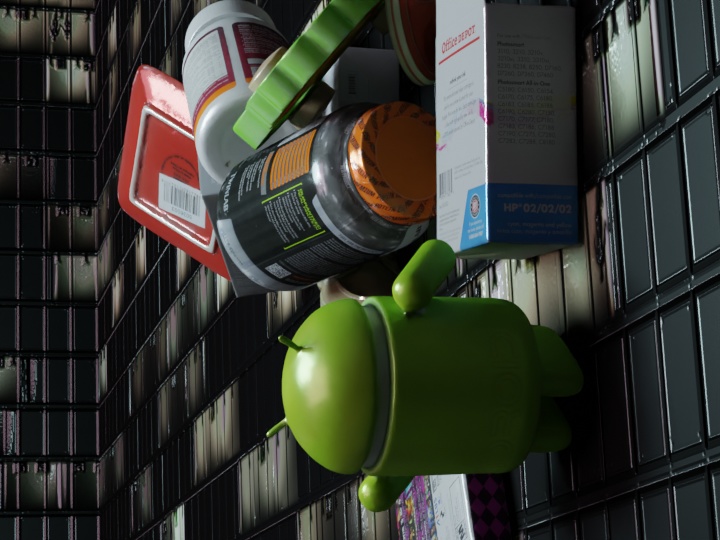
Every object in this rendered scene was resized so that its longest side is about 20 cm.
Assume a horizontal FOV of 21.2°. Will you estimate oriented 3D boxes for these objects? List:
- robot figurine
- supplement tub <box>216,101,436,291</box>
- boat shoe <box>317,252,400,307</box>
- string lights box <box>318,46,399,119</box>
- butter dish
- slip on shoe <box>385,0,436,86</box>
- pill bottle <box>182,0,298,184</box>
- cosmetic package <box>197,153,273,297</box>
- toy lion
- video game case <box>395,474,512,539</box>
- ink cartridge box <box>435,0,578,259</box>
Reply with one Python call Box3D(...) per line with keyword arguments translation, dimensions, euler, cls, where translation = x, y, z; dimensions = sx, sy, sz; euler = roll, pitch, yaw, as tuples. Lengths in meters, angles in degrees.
Box3D(translation=(0.040, 0.075, 1.250), dimensions=(0.116, 0.199, 0.176), euler=(-115, 29, -58), cls="robot figurine")
Box3D(translation=(-0.018, -0.062, 1.563), dimensions=(0.200, 0.122, 0.123), euler=(-21, 67, 51), cls="supplement tub")
Box3D(translation=(0.000, 0.000, 1.667), dimensions=(0.200, 0.072, 0.065), euler=(-121, 34, -73), cls="boat shoe")
Box3D(translation=(-0.019, -0.134, 1.766), dimensions=(0.200, 0.059, 0.103), euler=(160, 111, -74), cls="string lights box")
Box3D(translation=(-0.155, -0.123, 2.144), dimensions=(0.200, 0.148, 0.200), euler=(31, 127, 24), cls="butter dish")
Box3D(translation=(0.055, -0.231, 1.491), dimensions=(0.074, 0.061, 0.200), euler=(-64, -23, -53), cls="slip on shoe")
Box3D(translation=(-0.108, -0.166, 1.779), dimensions=(0.200, 0.109, 0.110), euler=(-107, 23, -55), cls="pill bottle")
Box3D(translation=(-0.106, -0.070, 1.934), dimensions=(0.200, 0.090, 0.107), euler=(73, -171, -56), cls="cosmetic package")
Box3D(translation=(-0.041, -0.168, 1.552), dimensions=(0.200, 0.069, 0.192), euler=(-47, 4, 35), cls="toy lion")
Box3D(translation=(0.063, 0.150, 1.476), dimensions=(0.181, 0.036, 0.200), euler=(115, 152, -57), cls="video game case")
Box3D(translation=(0.097, -0.112, 1.305), dimensions=(0.115, 0.068, 0.201), euler=(163, 107, -74), cls="ink cartridge box")
